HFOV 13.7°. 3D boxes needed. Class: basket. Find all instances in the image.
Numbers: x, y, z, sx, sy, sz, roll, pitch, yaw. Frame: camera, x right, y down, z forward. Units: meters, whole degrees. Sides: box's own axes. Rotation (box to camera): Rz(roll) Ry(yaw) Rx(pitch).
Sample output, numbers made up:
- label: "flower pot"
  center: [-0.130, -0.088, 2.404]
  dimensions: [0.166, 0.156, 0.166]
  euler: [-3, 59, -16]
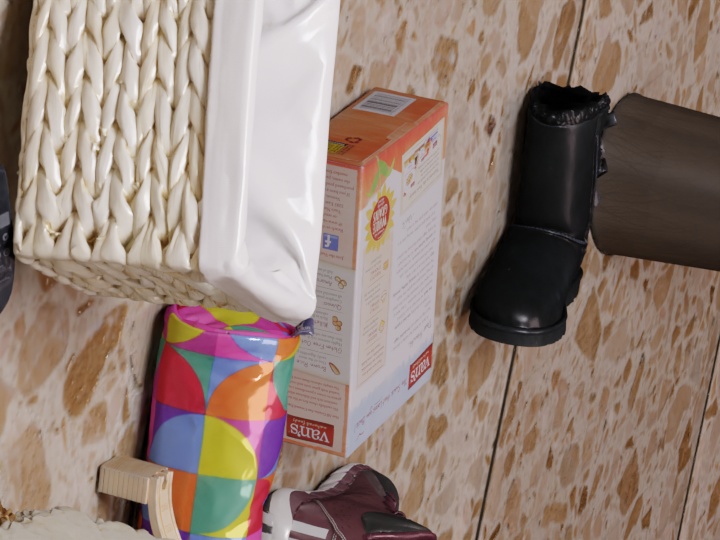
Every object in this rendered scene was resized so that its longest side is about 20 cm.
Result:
- label: "basket"
  center: [0.309, -0.060, 2.482]
  dimensions: [0.180, 0.199, 0.137]
  euler: [31, 73, -68]
- label: "basket"
  center: [-0.089, -0.084, 1.479]
  dimensions: [0.136, 0.123, 0.201]
  euler: [35, 58, -71]

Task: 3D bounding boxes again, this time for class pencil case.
- label: "pencil case"
  center: [-0.083, 0.113, 1.723]
  dimensions: [0.088, 0.088, 0.201]
  euler: [-15, 118, -67]

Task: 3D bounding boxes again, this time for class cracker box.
- label: "cracker box"
  center: [0.000, 0.000, 1.907]
  dimensions: [0.134, 0.057, 0.201]
  euler: [-39, 137, -58]

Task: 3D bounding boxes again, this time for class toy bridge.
- label: "toy bridge"
  center: [-0.125, 0.209, 1.692]
  dimensions: [0.027, 0.067, 0.201]
  euler: [-21, 121, -66]

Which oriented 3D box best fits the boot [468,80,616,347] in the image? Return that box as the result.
- label: "boot"
  center: [0.137, -0.045, 2.220]
  dimensions: [0.198, 0.073, 0.163]
  euler: [-45, 146, -67]

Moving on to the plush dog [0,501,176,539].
- label: "plush dog"
  center: [-0.175, 0.206, 1.498]
  dimensions: [0.200, 0.160, 0.172]
  euler: [-32, 151, -59]

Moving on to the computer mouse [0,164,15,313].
- label: "computer mouse"
  center: [-0.195, -0.063, 1.404]
  dimensions: [0.059, 0.034, 0.201]
  euler: [-25, 122, -44]

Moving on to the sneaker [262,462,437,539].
- label: "sneaker"
  center: [0.014, 0.181, 1.969]
  dimensions: [0.200, 0.115, 0.076]
  euler: [-12, 114, -67]
